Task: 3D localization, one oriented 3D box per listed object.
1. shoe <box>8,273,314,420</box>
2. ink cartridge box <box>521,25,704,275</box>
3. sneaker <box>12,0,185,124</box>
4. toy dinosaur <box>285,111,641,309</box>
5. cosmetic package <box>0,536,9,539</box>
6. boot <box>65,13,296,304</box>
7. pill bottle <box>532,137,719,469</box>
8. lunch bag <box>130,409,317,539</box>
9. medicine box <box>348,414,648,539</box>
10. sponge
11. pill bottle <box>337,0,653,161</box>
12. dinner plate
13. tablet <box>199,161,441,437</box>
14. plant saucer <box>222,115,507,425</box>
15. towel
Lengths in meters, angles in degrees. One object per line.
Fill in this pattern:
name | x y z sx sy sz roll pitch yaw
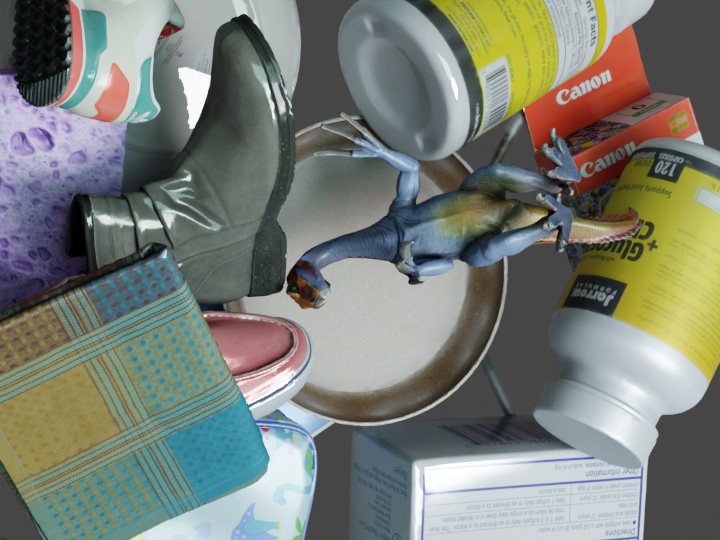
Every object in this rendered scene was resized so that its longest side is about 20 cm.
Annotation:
shoe | -0.122 0.048 1.242 0.198 0.072 0.091 -10 145 -12
ink cartridge box | 0.185 -0.070 1.458 0.108 0.050 0.201 -27 110 -19
sneaker | -0.152 -0.179 1.256 0.093 0.070 0.201 19 62 -40
toy dinosaur | 0.050 -0.012 1.297 0.200 0.181 0.106 35 43 -40
cosmetic package | -0.270 0.265 1.283 0.106 0.090 0.202 6 93 -28
boot | -0.110 -0.048 1.244 0.130 0.068 0.201 -14 129 -21
pill bottle | 0.191 0.023 1.373 0.112 0.112 0.201 34 74 -26
lunch bag | -0.120 0.174 1.334 0.160 0.082 0.202 6 100 -24
medicine box | 0.090 0.209 1.432 0.181 0.103 0.202 -1 100 -25
sponge | -0.203 -0.024 1.283 0.111 0.030 0.202 -2 106 -24
pill bottle | 0.092 -0.163 1.355 0.199 0.114 0.115 -33 111 -29
dinner plate | -0.126 -0.141 1.318 0.199 0.024 0.202 -5 102 -25
tablet | -0.012 0.026 1.403 0.199 0.014 0.131 -33 111 -16
plant saucer | 0.000 0.000 1.372 0.199 0.032 0.202 0 90 -18
towel | -0.144 0.080 1.205 0.146 0.022 0.201 -24 133 -3
